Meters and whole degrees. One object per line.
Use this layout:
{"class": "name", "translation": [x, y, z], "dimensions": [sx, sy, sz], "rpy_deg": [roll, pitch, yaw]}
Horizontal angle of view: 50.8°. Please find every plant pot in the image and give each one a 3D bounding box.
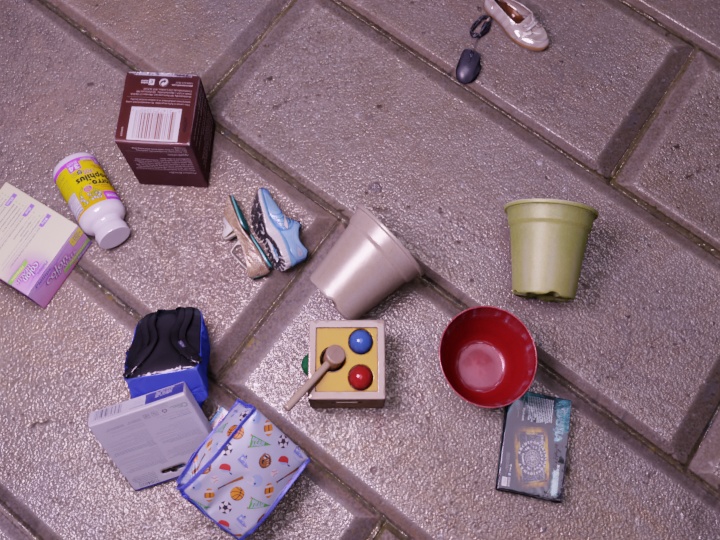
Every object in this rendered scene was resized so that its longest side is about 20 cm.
{"class": "plant pot", "translation": [0.000, 0.000, 1.571], "dimensions": [0.183, 0.201, 0.201], "rpy_deg": [-44, 77, -2]}
{"class": "plant pot", "translation": [0.391, -0.035, 1.586], "dimensions": [0.195, 0.200, 0.189], "rpy_deg": [6, 82, 2]}

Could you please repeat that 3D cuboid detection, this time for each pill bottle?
{"class": "pill bottle", "translation": [-0.579, -0.149, 1.646], "dimensions": [0.103, 0.105, 0.202], "rpy_deg": [-32, 75, -11]}

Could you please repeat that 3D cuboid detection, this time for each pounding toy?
{"class": "pounding toy", "translation": [-0.048, 0.197, 1.514], "dimensions": [0.195, 0.143, 0.189], "rpy_deg": [0, 71, -1]}

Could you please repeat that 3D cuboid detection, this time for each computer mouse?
{"class": "computer mouse", "translation": [0.275, -0.536, 1.823], "dimensions": [0.057, 0.034, 0.204], "rpy_deg": [17, 72, 6]}

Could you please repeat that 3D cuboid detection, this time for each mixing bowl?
{"class": "mixing bowl", "translation": [0.251, 0.184, 1.540], "dimensions": [0.195, 0.109, 0.205], "rpy_deg": [0, 72, 0]}

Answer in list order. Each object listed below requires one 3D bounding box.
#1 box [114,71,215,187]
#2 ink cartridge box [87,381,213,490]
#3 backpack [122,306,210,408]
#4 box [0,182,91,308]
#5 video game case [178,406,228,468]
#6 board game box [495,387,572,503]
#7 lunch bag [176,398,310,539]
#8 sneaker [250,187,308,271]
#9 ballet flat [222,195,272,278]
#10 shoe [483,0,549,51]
{"class": "box", "translation": [-0.418, -0.302, 1.649], "dimensions": [0.162, 0.201, 0.168], "rpy_deg": [3, 71, 0]}
{"class": "ink cartridge box", "translation": [-0.387, 0.321, 1.455], "dimensions": [0.195, 0.203, 0.041], "rpy_deg": [-17, 35, 1]}
{"class": "backpack", "translation": [-0.379, 0.182, 1.509], "dimensions": [0.158, 0.171, 0.202], "rpy_deg": [-5, 39, -6]}
{"class": "box", "translation": [-0.715, -0.054, 1.617], "dimensions": [0.197, 0.097, 0.178], "rpy_deg": [28, 73, 10]}
{"class": "video game case", "translation": [-0.244, 0.390, 1.514], "dimensions": [0.198, 0.018, 0.144], "rpy_deg": [35, 75, 10]}
{"class": "board game box", "translation": [0.350, 0.350, 1.527], "dimensions": [0.132, 0.028, 0.204], "rpy_deg": [11, 71, 3]}
{"class": "lunch bag", "translation": [-0.225, 0.375, 1.420], "dimensions": [0.170, 0.123, 0.201], "rpy_deg": [44, 70, -18]}
{"class": "sneaker", "translation": [-0.176, -0.093, 1.660], "dimensions": [0.088, 0.079, 0.203], "rpy_deg": [-14, 67, -31]}
{"class": "ballet flat", "translation": [-0.262, -0.070, 1.645], "dimensions": [0.064, 0.071, 0.202], "rpy_deg": [-31, 71, 1]}
{"class": "shoe", "translation": [0.377, -0.607, 1.836], "dimensions": [0.199, 0.054, 0.070], "rpy_deg": [43, 76, 13]}
